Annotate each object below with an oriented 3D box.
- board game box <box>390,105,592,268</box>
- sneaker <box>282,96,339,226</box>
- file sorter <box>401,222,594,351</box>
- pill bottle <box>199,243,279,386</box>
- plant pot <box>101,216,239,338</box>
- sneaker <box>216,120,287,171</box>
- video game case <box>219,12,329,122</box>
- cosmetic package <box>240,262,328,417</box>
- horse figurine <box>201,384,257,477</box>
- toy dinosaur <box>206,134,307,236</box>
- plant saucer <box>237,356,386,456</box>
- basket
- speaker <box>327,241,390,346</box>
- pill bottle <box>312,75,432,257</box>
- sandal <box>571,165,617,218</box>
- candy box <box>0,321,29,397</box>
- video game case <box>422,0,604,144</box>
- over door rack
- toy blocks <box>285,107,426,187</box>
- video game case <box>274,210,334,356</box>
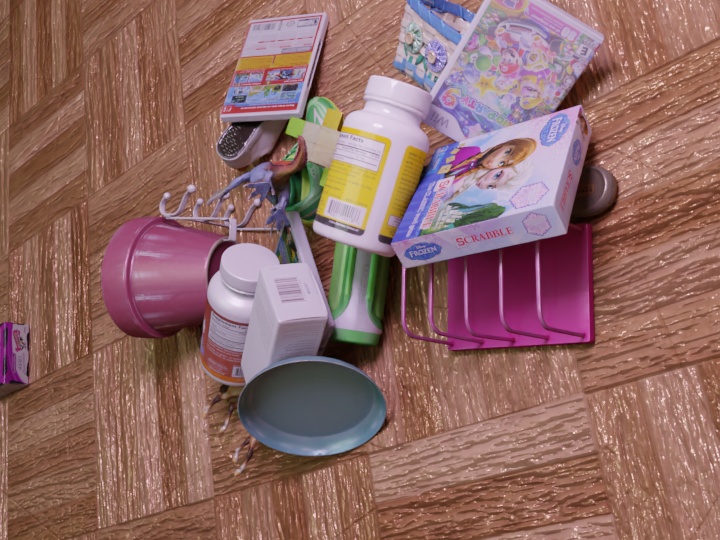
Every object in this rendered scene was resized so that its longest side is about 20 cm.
[{"bbox_3d":[0.153,-0.097,0.971,0.198,0.041,0.201,-13,34,33],"label":"board game box"},{"bbox_3d":[-0.073,-0.170,1.279,0.073,0.083,0.203,-3,78,41],"label":"sneaker"},{"bbox_3d":[0.157,0.015,1.003,0.198,0.125,0.141,-8,75,40],"label":"file sorter"},{"bbox_3d":[-0.174,0.064,1.248,0.112,0.111,0.202,49,139,37],"label":"pill bottle"},{"bbox_3d":[-0.286,0.011,1.368,0.177,0.200,0.203,-1,79,26],"label":"plant pot"},{"bbox_3d":[-0.155,-0.249,1.385,0.073,0.085,0.200,40,85,19],"label":"sneaker"},{"bbox_3d":[-0.136,-0.325,1.350,0.141,0.017,0.202,1,62,23],"label":"video game case"},{"bbox_3d":[-0.107,0.097,1.149,0.201,0.073,0.102,107,150,-43],"label":"cosmetic package"},{"bbox_3d":[-0.169,0.218,1.293,0.133,0.050,0.200,-48,46,7],"label":"horse figurine"},{"bbox_3d":[-0.116,-0.120,1.194,0.199,0.105,0.182,-39,21,19],"label":"toy dinosaur"},{"bbox_3d":[-0.064,0.178,1.129,0.200,0.199,0.028,-38,34,29],"label":"plant saucer"},{"bbox_3d":[0.141,-0.316,1.086,0.176,0.138,0.201,46,119,37],"label":"basket"},{"bbox_3d":[0.000,0.000,1.174,0.088,0.088,0.203,2,81,41],"label":"speaker"},{"bbox_3d":[0.020,-0.127,1.031,0.111,0.111,0.202,22,97,42],"label":"pill bottle"},{"bbox_3d":[0.210,-0.091,1.028,0.198,0.054,0.081,-6,78,39],"label":"sandal"},{"bbox_3d":[-0.803,0.206,1.855,0.199,0.061,0.138,-21,67,36],"label":"candy box"},{"bbox_3d":[0.176,-0.231,1.018,0.201,0.142,0.018,-58,7,36],"label":"video game case"},{"bbox_3d":[-0.202,-0.087,1.334,0.199,0.147,0.067,19,98,43],"label":"over door rack"},{"bbox_3d":[0.009,-0.149,1.173,0.198,0.136,0.101,22,96,24],"label":"toy blocks"},{"bbox_3d":[-0.093,0.049,1.225,0.183,0.022,0.202,114,145,-48],"label":"video game case"}]
